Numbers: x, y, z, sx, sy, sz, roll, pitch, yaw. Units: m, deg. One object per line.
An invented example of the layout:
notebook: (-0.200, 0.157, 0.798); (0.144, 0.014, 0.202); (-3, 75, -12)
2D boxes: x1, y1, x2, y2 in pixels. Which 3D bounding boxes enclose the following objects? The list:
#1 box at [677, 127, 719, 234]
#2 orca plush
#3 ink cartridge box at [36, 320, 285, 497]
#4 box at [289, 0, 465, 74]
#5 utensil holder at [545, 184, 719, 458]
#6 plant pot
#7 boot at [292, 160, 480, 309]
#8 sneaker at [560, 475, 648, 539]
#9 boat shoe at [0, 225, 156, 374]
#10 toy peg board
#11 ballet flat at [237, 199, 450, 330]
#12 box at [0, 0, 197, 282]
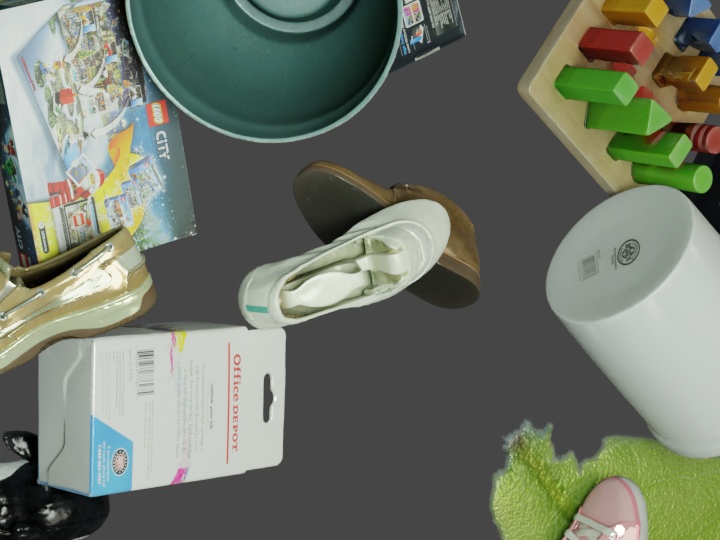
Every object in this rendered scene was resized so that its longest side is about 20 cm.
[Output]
box: (0.431, -0.025, 1.759); (0.198, 0.199, 0.124); (38, 76, -35)
orca plush: (-0.262, 0.169, 1.358); (0.199, 0.071, 0.106); (28, 82, -37)
ink cartridge box: (-0.149, 0.100, 1.414); (0.199, 0.067, 0.116); (-2, 95, -48)
box: (-0.008, -0.252, 1.483); (0.158, 0.046, 0.202); (-29, 115, -29)
utensil holder: (0.286, 0.044, 1.686); (0.200, 0.169, 0.170); (47, 71, -32)
plant pot: (-0.060, -0.211, 1.357); (0.198, 0.134, 0.202); (3, 114, 7)
boot: (0.023, -0.045, 1.549); (0.199, 0.073, 0.076); (33, 49, -32)
sneaker: (0.196, 0.283, 1.720); (0.104, 0.075, 0.202); (19, 92, -43)
boat shoe: (-0.249, 0.021, 1.319); (0.199, 0.072, 0.077); (-23, 117, -11)
toy peg board: (0.275, -0.178, 1.678); (0.200, 0.097, 0.200); (43, 73, -35)
ballet flat: (0.000, 0.000, 1.451); (0.199, 0.069, 0.070); (-22, 111, -25)
box: (-0.202, -0.107, 1.371); (0.136, 0.038, 0.202); (-19, 110, -33)
